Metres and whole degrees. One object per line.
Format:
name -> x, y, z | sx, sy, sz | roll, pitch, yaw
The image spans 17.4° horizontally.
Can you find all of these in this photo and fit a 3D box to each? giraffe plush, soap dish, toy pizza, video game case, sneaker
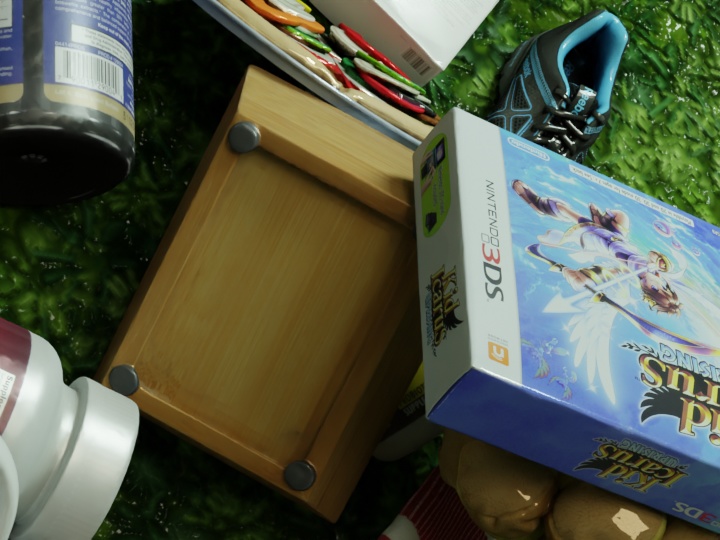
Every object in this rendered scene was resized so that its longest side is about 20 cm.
giraffe plush -> 0.105, 0.168, 1.247 | 0.172, 0.200, 0.163 | 20, 100, 8
soap dish -> -0.039, 0.015, 1.252 | 0.157, 0.081, 0.201 | 29, 100, 6
toy pizza -> -0.024, -0.129, 1.345 | 0.200, 0.200, 0.032 | 34, 98, -14
video game case -> 0.122, 0.027, 1.174 | 0.199, 0.045, 0.182 | 22, 41, -22
sneaker -> 0.106, -0.080, 1.449 | 0.073, 0.082, 0.201 | 31, 59, -17

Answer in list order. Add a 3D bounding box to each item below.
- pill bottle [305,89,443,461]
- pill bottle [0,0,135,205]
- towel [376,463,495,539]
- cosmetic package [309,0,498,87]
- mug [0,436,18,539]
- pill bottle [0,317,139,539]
pill bottle -> 0.000, 0.000, 1.340 | 0.109, 0.109, 0.200 | -34, 89, -35
pill bottle -> -0.181, -0.147, 1.295 | 0.111, 0.112, 0.201 | 8, 67, -27
towel -> 0.088, 0.130, 1.329 | 0.200, 0.023, 0.145 | -47, 138, -28
cosmetic package -> -0.011, -0.208, 1.453 | 0.200, 0.051, 0.083 | 44, 58, -7
mug -> -0.243, 0.140, 1.100 | 0.175, 0.200, 0.148 | 32, 14, -26
pill bottle -> -0.219, 0.066, 1.189 | 0.199, 0.109, 0.110 | 26, 60, -18
